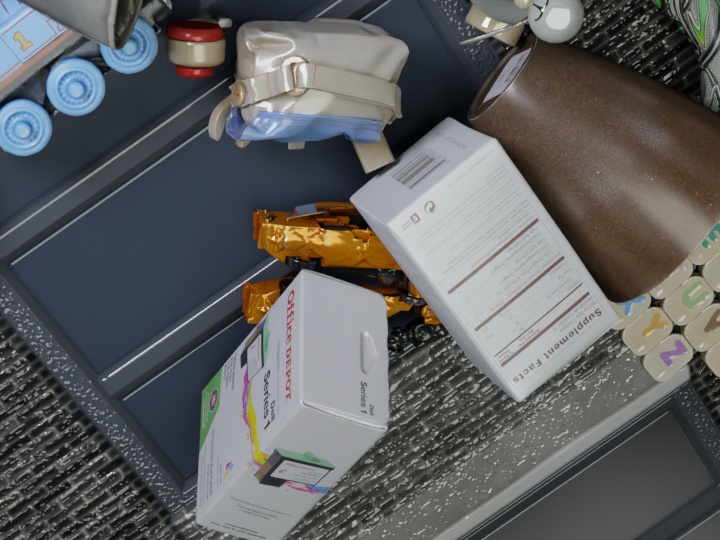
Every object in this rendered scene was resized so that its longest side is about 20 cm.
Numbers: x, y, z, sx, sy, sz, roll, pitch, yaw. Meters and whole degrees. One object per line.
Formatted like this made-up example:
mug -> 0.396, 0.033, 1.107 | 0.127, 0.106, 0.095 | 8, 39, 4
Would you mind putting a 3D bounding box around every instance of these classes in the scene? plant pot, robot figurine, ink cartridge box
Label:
plant pot -> 0.197, -0.107, 1.503 | 0.200, 0.187, 0.187 | 37, 100, -13
robot figurine -> 0.000, 0.000, 1.548 | 0.199, 0.058, 0.146 | 4, 113, -17
ink cartridge box -> -0.060, 0.117, 1.493 | 0.084, 0.145, 0.200 | 19, 135, -23

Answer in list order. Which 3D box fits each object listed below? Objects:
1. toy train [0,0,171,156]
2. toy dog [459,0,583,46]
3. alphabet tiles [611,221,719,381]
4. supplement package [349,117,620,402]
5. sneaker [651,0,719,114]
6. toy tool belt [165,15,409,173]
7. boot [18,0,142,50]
toy train -> -0.247, -0.177, 1.381 | 0.200, 0.087, 0.114 | -37, 113, 3
toy dog -> 0.117, -0.234, 1.413 | 0.096, 0.200, 0.133 | 21, 82, -13
alphabet tiles -> 0.330, 0.011, 1.674 | 0.195, 0.015, 0.200 | -40, 118, 4
supplement package -> 0.104, -0.010, 1.478 | 0.117, 0.117, 0.200 | -39, 111, -5
sneaker -> 0.292, -0.228, 1.527 | 0.085, 0.078, 0.201 | -14, 108, -2
toy tool belt -> -0.062, -0.138, 1.430 | 0.199, 0.125, 0.124 | -1, 108, -18
boot -> -0.245, -0.273, 1.287 | 0.199, 0.073, 0.183 | 24, 125, 21
